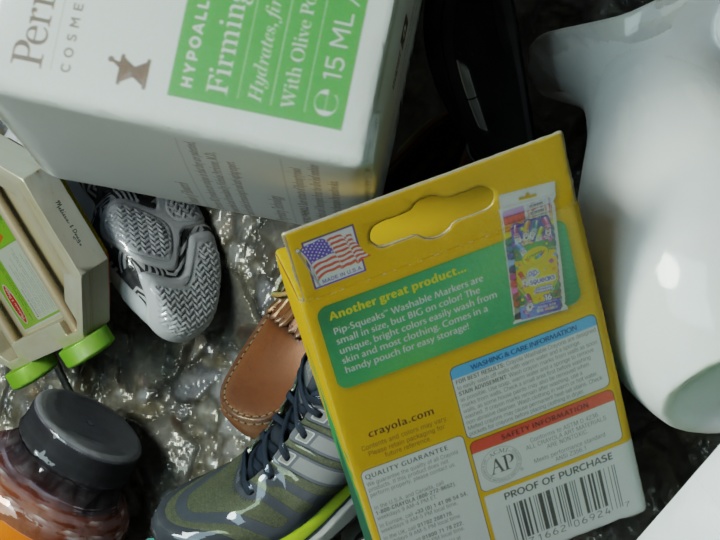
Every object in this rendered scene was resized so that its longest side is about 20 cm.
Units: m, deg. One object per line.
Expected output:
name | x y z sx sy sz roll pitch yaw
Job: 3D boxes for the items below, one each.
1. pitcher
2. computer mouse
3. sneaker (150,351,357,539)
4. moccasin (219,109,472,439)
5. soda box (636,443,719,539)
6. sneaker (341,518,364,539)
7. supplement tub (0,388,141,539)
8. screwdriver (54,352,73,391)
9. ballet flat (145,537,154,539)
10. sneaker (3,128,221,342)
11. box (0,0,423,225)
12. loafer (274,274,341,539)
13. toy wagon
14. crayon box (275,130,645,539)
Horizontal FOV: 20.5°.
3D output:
pitcher | 0.172 -0.043 0.904 0.171 0.121 0.201 -30 55 30
computer mouse | 0.059 -0.062 0.933 0.046 0.141 0.201 -8 120 7
sneaker | -0.017 0.073 0.946 0.199 0.081 0.074 -30 33 5
moccasin | 0.001 0.001 1.008 0.201 0.078 0.074 -45 53 -7
soda box | 0.147 0.164 0.921 0.200 0.068 0.064 -54 56 20
sneaker | 0.025 0.162 0.932 0.074 0.079 0.201 -23 52 16
supplement tub | -0.206 0.170 1.182 0.107 0.107 0.200 44 111 34
screwdriver | -0.216 0.007 1.269 0.028 0.029 0.200 -46 62 24
ballet flat | -0.071 0.190 1.090 0.199 0.073 0.073 0 84 41
sneaker | -0.162 -0.021 1.198 0.115 0.075 0.200 -47 64 35
box | -0.057 -0.138 0.895 0.170 0.200 0.200 11 82 2
loafer | -0.002 0.071 1.054 0.076 0.068 0.201 -36 63 30
toy wagon | -0.223 -0.006 1.176 0.200 0.040 0.156 -22 101 51
crayon box | 0.043 0.037 0.866 0.125 0.201 0.052 -20 31 -6
